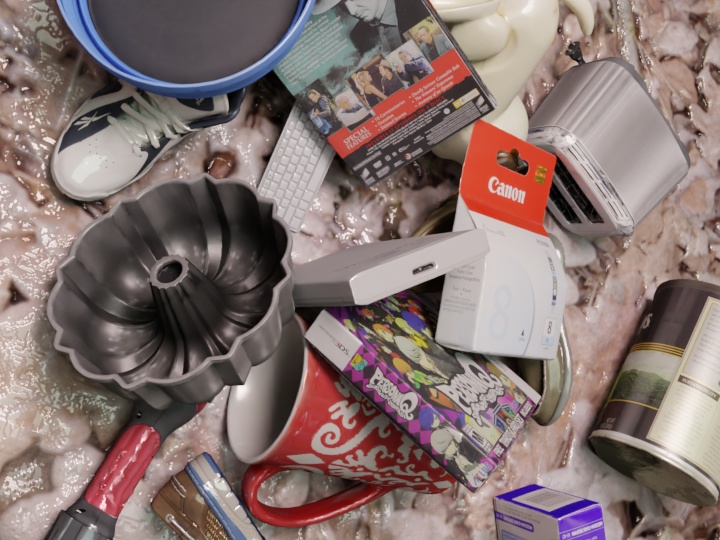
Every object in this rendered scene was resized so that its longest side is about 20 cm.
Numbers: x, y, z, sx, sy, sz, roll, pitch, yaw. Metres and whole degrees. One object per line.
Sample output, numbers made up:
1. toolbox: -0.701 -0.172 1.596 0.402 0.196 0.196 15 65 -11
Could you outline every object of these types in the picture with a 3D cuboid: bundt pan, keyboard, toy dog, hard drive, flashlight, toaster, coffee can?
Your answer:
1. bundt pan: -0.140 0.022 0.692 0.202 0.201 0.076 -47 147 -21
2. keyboard: -0.040 -0.133 0.790 0.056 0.011 0.202 20 104 -23
3. toy dog: 0.116 -0.191 0.840 0.191 0.140 0.202 -8 131 -7
4. hard drive: 0.000 0.000 0.742 0.131 0.199 0.027 -20 97 -28
5. flashlight: -0.186 0.153 0.712 0.201 0.067 0.068 -61 147 -21
6. toaster: 0.253 -0.131 0.931 0.129 0.113 0.200 -48 113 -18
7. coffee can: 0.358 0.133 0.958 0.146 0.146 0.201 37 72 -21

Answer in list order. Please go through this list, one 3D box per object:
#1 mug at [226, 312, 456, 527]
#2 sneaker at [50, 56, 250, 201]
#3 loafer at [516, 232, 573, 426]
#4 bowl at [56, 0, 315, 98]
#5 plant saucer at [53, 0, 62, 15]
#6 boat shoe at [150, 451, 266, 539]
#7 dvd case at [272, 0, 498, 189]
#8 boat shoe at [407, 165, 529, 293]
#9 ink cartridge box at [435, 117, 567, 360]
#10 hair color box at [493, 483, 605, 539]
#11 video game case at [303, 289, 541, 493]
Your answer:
1. mug: -0.014 0.141 0.794 0.198 0.178 0.134 20 37 -30
2. sneaker: -0.160 -0.134 0.704 0.198 0.129 0.080 -36 103 -24
3. loafer: 0.176 0.062 0.915 0.069 0.075 0.203 -1 84 -16
4. bowl: -0.127 -0.224 0.651 0.197 0.039 0.204 0 78 0
5. plant saucer: -0.183 -0.327 0.705 0.197 0.037 0.202 -23 88 -3
6. boat shoe: -0.112 0.257 0.757 0.072 0.072 0.202 -32 100 -12
7. dvd case: 0.004 -0.181 0.735 0.200 0.145 0.022 49 27 -24
8. boat shoe: 0.103 -0.041 0.875 0.199 0.066 0.075 -32 110 -29
9. ink cartridge box: 0.145 -0.022 0.802 0.159 0.047 0.203 11 90 -50
10. hair color box: 0.201 0.334 0.890 0.064 0.109 0.203 -10 92 -27
11. video game case: 0.063 0.087 0.752 0.181 0.200 0.036 41 110 12
